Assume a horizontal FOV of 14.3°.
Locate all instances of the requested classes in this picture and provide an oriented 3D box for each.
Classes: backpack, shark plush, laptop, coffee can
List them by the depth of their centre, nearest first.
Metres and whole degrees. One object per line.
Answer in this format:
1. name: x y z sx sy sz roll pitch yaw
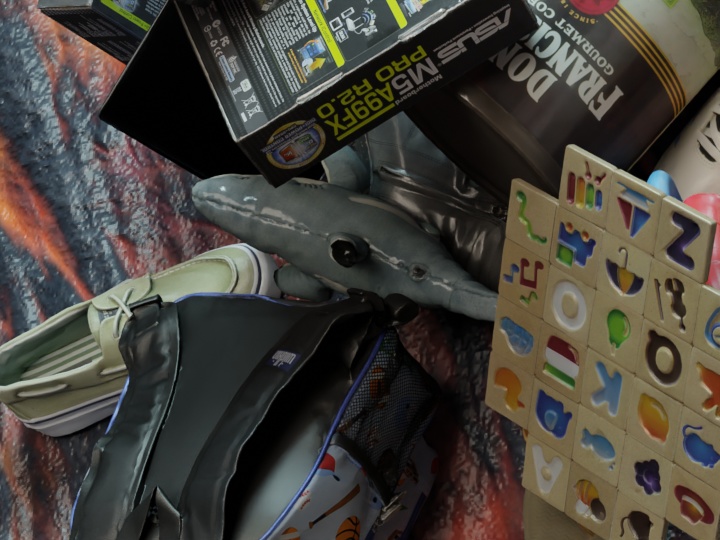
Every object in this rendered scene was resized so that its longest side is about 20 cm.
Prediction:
1. coffee can: 0.124 -0.139 1.530 0.200 0.146 0.146 -48 49 -8
2. backpack: -0.062 0.114 1.568 0.200 0.154 0.191 -2 43 41
3. shark plush: 0.000 0.000 1.573 0.200 0.083 0.091 38 102 30
4. laptop: -0.072 -0.163 1.684 0.116 0.187 0.200 -30 56 22

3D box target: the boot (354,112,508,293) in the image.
1. boot: 0.059 -0.077 1.640 0.131 0.070 0.201 -3 80 32

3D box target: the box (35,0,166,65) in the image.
1. box: -0.096 -0.190 1.705 0.044 0.200 0.161 2 73 37

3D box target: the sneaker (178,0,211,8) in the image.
1. sneaker: -0.065 -0.209 1.474 0.084 0.077 0.200 25 64 6

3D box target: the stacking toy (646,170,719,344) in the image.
1. stacking toy: 0.248 -0.005 1.451 0.200 0.110 0.116 -17 43 16

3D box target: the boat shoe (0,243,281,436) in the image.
1. boat shoe: -0.139 0.041 1.728 0.200 0.062 0.072 -31 56 21

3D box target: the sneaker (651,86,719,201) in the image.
1. sneaker: 0.217 -0.094 1.519 0.200 0.072 0.072 -47 53 13

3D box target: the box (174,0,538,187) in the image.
1. box: -0.017 -0.159 1.486 0.160 0.044 0.200 -31 48 6

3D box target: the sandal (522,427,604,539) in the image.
1. sandal: 0.120 0.076 1.524 0.080 0.054 0.201 6 82 40

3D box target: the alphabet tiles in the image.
1. alphabet tiles: 0.127 0.045 1.438 0.166 0.006 0.200 31 127 40
